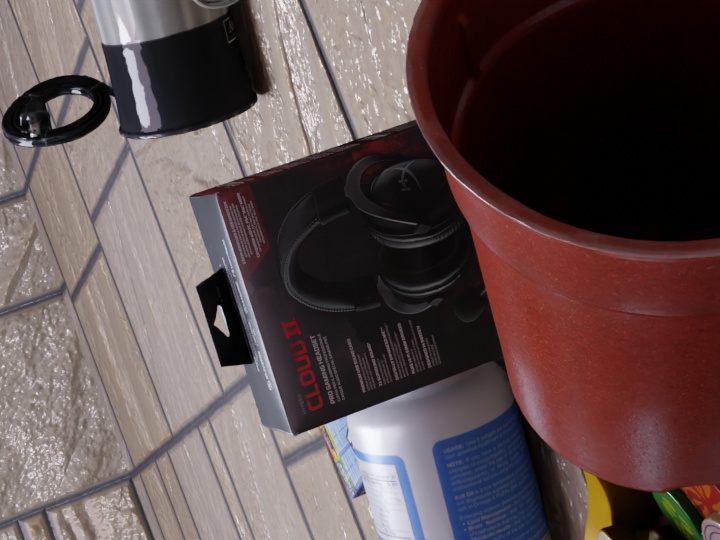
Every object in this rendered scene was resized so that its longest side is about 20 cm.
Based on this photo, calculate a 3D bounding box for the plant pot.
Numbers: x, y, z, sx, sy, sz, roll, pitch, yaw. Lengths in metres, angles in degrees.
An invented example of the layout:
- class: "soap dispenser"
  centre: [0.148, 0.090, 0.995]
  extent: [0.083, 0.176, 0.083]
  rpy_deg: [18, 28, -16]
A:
- class: "plant pot"
  centre: [0.126, -0.022, 0.789]
  extent: [0.201, 0.200, 0.196]
  rpy_deg: [57, 165, 37]

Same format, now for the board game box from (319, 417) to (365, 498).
- class: "board game box"
  centre: [0.034, 0.128, 1.416]
  extent: [0.200, 0.061, 0.201]
  rpy_deg: [113, 135, -66]

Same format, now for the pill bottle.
- class: "pill bottle"
  centre: [0.055, 0.123, 1.265]
  extent: [0.112, 0.112, 0.201]
  rpy_deg: [-159, 53, -68]

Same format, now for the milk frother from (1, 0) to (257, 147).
- class: "milk frother"
  centre: [-0.207, -0.204, 1.565]
  extent: [0.180, 0.199, 0.189]
  rpy_deg: [-145, 39, -68]

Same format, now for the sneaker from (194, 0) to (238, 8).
- class: "sneaker"
  centre: [-0.112, -0.298, 1.405]
  extent: [0.106, 0.074, 0.201]
  rpy_deg: [-127, 33, -55]

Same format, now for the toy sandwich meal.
- class: "toy sandwich meal"
  centre: [0.166, 0.166, 1.041]
  extent: [0.205, 0.070, 0.206]
  rpy_deg: [56, 158, 38]

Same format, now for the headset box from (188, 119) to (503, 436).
- class: "headset box"
  centre: [0.000, 0.000, 1.151]
  extent: [0.077, 0.199, 0.149]
  rpy_deg: [-178, 70, -72]
